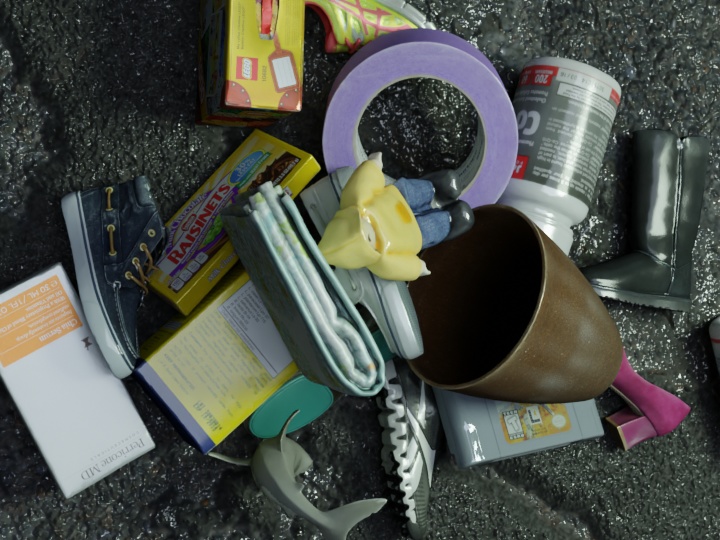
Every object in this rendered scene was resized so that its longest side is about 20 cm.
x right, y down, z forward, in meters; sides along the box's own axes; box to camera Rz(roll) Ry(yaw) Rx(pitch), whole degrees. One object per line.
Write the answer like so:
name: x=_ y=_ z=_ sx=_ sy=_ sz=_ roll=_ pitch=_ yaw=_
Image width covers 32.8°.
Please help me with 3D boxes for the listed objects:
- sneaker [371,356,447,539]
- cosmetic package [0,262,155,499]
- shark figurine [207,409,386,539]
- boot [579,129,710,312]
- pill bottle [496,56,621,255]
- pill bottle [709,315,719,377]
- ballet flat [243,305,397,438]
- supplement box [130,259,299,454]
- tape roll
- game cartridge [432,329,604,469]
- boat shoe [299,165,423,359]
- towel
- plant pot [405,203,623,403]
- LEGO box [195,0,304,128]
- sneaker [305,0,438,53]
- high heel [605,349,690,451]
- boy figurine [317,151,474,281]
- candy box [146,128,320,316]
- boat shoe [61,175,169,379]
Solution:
sneaker: x=0.064 y=0.183 z=1.301 sx=0.089 sy=0.066 sz=0.203 roll=-8 pitch=90 yaw=-16
cosmetic package: x=-0.290 y=0.104 z=1.177 sx=0.101 sy=0.071 sz=0.202 roll=-29 pitch=99 yaw=-17
shark figurine: x=-0.063 y=0.184 z=1.170 sx=0.127 sy=0.214 sz=0.090 roll=25 pitch=94 yaw=-23
boot: x=0.317 y=-0.063 z=1.391 sx=0.163 sy=0.065 sz=0.203 roll=8 pitch=89 yaw=-27
pill bottle: x=0.204 y=-0.118 z=1.329 sx=0.113 sy=0.114 sz=0.203 roll=19 pitch=83 yaw=-17
pill bottle: x=0.480 y=0.146 z=1.422 sx=0.108 sy=0.109 sz=0.203 roll=-17 pitch=94 yaw=-18
ballet flat: x=-0.038 y=0.102 z=1.267 sx=0.199 sy=0.064 sz=0.068 roll=-34 pitch=123 yaw=2
supplement box: x=-0.124 y=0.070 z=1.215 sx=0.200 sy=0.109 sz=0.109 roll=-41 pitch=102 yaw=-14
tape roll: x=0.060 y=-0.141 z=1.252 sx=0.197 sy=0.085 sz=0.203 roll=0 pitch=109 yaw=1
game cartridge: x=0.169 y=0.131 z=1.318 sx=0.198 sy=0.041 sz=0.135 roll=-7 pitch=78 yaw=-33
boat shoe: x=0.000 y=0.000 z=1.200 sx=0.066 sy=0.074 sz=0.202 roll=-23 pitch=76 yaw=10
towel: x=-0.055 y=0.017 z=1.091 sx=0.048 sy=0.171 sz=0.202 roll=-29 pitch=98 yaw=-13
plant pot: x=0.172 y=0.060 z=1.235 sx=0.199 sy=0.186 sz=0.189 roll=28 pitch=80 yaw=-38
LEGO box: x=-0.109 y=-0.249 z=1.204 sx=0.076 sy=0.149 sz=0.203 roll=2 pitch=88 yaw=-19
sneaker: x=0.003 y=-0.258 z=1.289 sx=0.199 sy=0.078 sz=0.091 roll=34 pitch=87 yaw=-9
high heel: x=0.308 y=0.106 z=1.371 sx=0.095 sy=0.067 sz=0.202 roll=-27 pitch=110 yaw=-9
boy figurine: x=0.026 y=-0.049 z=1.137 sx=0.199 sy=0.064 sz=0.126 roll=-18 pitch=88 yaw=-55
candy box: x=-0.138 y=-0.052 z=1.219 sx=0.200 sy=0.102 sz=0.026 roll=-49 pitch=133 yaw=-14
boat shoe: x=-0.221 y=-0.001 z=1.160 sx=0.090 sy=0.071 sz=0.202 roll=-18 pitch=65 yaw=-3
